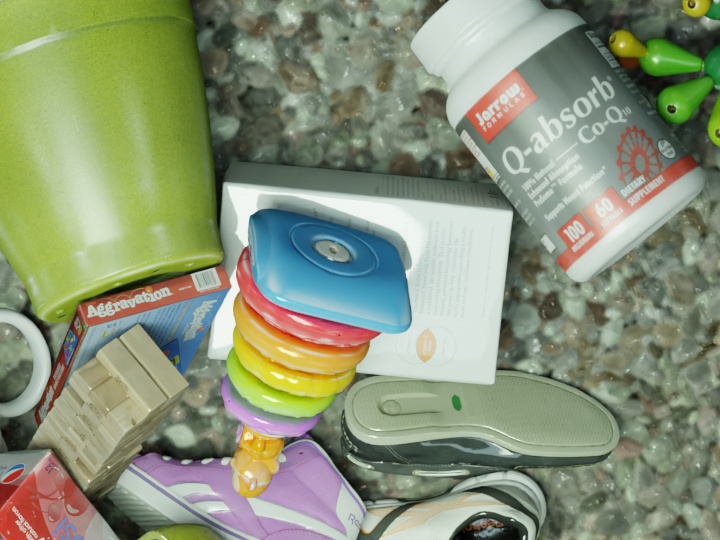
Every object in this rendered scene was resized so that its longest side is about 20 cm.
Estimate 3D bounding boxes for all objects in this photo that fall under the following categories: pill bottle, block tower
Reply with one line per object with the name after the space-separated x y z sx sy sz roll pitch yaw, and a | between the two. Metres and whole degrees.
0.130 -0.102 1.531 0.116 0.116 0.200 -39 84 9 | pill bottle
-0.178 0.108 1.524 0.054 0.200 0.058 -34 79 -33 | block tower

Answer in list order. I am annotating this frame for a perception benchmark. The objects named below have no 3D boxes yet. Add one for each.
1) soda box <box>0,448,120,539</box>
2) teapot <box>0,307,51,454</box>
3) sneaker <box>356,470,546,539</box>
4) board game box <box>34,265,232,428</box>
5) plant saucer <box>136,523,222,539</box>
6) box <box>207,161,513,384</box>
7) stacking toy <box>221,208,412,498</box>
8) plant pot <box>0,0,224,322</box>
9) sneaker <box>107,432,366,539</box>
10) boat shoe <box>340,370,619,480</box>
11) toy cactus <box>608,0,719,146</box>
-0.193 0.215 1.541 0.063 0.070 0.200 -5 127 47 | soda box
-0.316 0.142 1.595 0.200 0.198 0.146 -29 138 27 | teapot
0.037 0.199 1.629 0.199 0.080 0.074 -22 102 7 | sneaker
-0.157 0.056 1.539 0.102 0.200 0.020 -15 71 -23 | board game box
-0.101 0.262 1.618 0.200 0.048 0.200 43 143 -7 | plant saucer
0.000 0.000 1.578 0.199 0.098 0.125 6 102 0 | box
-0.050 0.068 1.503 0.109 0.116 0.201 14 119 -15 | stacking toy
-0.178 -0.075 1.490 0.199 0.200 0.194 -19 83 5 | plant pot
-0.090 0.155 1.637 0.200 0.073 0.115 26 67 13 | sneaker
0.084 0.116 1.626 0.199 0.072 0.068 3 138 -6 | boat shoe
0.268 -0.148 1.556 0.165 0.102 0.200 -37 96 -11 | toy cactus
